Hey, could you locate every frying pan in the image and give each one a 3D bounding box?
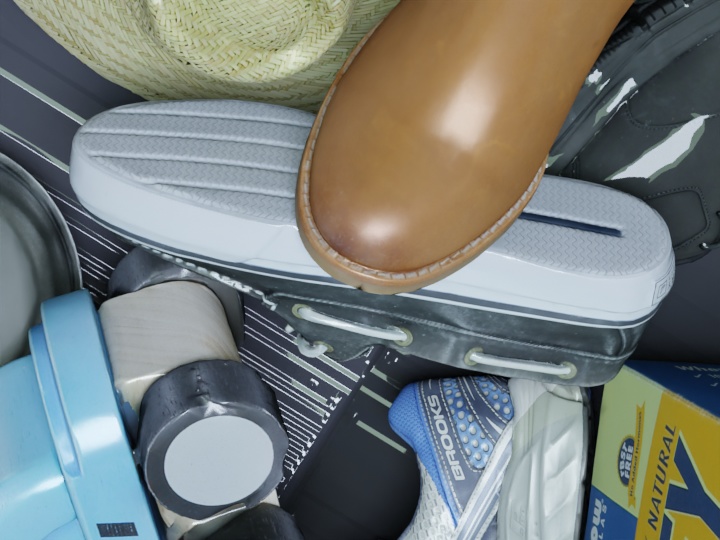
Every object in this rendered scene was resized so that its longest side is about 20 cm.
[{"bbox_3d":[-0.173,-0.023,0.803,0.114,0.031,0.191,-30,88,0],"label":"frying pan"}]

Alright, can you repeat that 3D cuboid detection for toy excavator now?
[{"bbox_3d":[-0.116,0.104,0.779,0.199,0.100,0.195,-15,126,-4],"label":"toy excavator"}]

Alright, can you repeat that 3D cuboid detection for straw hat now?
[{"bbox_3d":[-0.041,-0.109,0.722,0.199,0.085,0.202,1,126,1],"label":"straw hat"}]

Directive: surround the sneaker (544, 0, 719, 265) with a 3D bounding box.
[{"bbox_3d":[0.110,-0.054,0.784,0.200,0.076,0.091,-38,104,16],"label":"sneaker"}]

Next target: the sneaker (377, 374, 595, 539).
[{"bbox_3d":[0.034,0.131,0.818,0.084,0.077,0.202,7,93,9],"label":"sneaker"}]

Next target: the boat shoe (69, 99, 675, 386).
[{"bbox_3d":[0.000,0.000,0.737,0.198,0.072,0.071,14,126,2],"label":"boat shoe"}]

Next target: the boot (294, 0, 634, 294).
[{"bbox_3d":[0.056,-0.094,0.659,0.077,0.155,0.200,41,69,9],"label":"boot"}]

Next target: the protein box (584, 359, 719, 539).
[{"bbox_3d":[0.197,0.119,0.719,0.197,0.200,0.136,3,100,-18],"label":"protein box"}]
